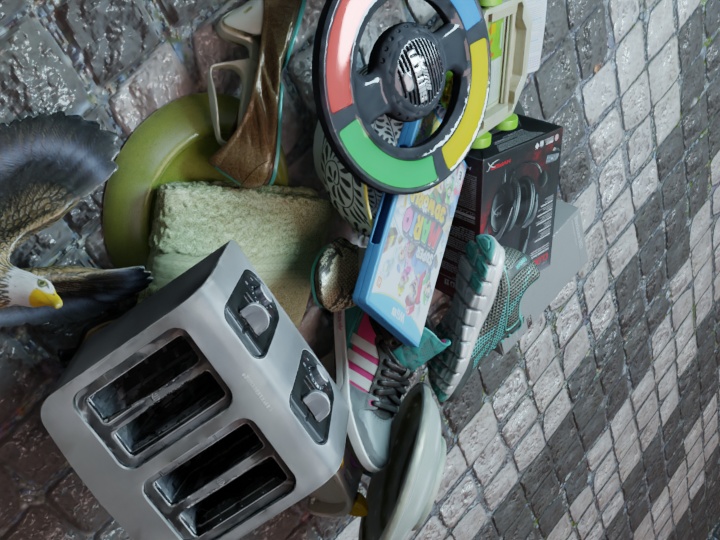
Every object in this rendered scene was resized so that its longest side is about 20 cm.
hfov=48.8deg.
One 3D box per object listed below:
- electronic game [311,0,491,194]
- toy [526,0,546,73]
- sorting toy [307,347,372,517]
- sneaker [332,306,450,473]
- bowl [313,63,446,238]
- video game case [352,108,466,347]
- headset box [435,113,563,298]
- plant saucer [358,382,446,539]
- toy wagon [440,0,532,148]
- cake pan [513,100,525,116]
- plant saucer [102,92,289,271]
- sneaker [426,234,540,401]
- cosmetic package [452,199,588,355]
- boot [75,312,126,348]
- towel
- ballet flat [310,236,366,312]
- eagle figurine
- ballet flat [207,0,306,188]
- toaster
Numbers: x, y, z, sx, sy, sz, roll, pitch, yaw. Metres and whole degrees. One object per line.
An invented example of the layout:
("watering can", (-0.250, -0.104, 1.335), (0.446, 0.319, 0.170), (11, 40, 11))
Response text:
("electronic game", (0.041, -0.165, 0.663), (0.197, 0.041, 0.205), (-11, 108, -39))
("toy", (0.165, -0.320, 0.890), (0.114, 0.047, 0.204), (-23, 131, -35))
("sorting toy", (-0.016, 0.167, 0.932), (0.182, 0.105, 0.202), (-59, 143, -35))
("sneaker", (0.040, 0.105, 0.849), (0.083, 0.119, 0.204), (23, 55, -55))
("bowl", (0.014, -0.120, 0.783), (0.200, 0.092, 0.205), (-30, 125, -55))
("video game case", (0.053, -0.043, 0.762), (0.143, 0.017, 0.204), (42, 61, -59))
("headset box", (0.160, -0.063, 0.936), (0.147, 0.077, 0.204), (-24, 124, -36))
("plant saucer", (0.054, 0.229, 0.883), (0.049, 0.200, 0.204), (21, 96, -5))
("toy wagon", (0.126, -0.208, 0.814), (0.199, 0.039, 0.158), (-36, 135, -46))
("cake pan", (0.136, -0.136, 0.961), (0.198, 0.036, 0.204), (-23, 125, -37))
("plant saucer", (-0.136, -0.057, 0.724), (0.198, 0.031, 0.204), (-23, 124, -38))
("sneaker", (0.138, 0.063, 0.879), (0.089, 0.078, 0.203), (9, 116, -23))
("cosmetic package", (0.217, 0.001, 1.076), (0.200, 0.090, 0.108), (-43, 135, -17))
("boot", (-0.144, 0.104, 0.715), (0.198, 0.137, 0.079), (17, 99, -47))
("towel", (-0.109, -0.008, 0.727), (0.198, 0.036, 0.152), (1, 108, -47))
("ballet flat", (0.000, 0.000, 0.791), (0.200, 0.073, 0.070), (-29, 115, -84))
("eagle figurine", (-0.256, -0.005, 0.569), (0.152, 0.151, 0.200), (-48, 180, 37))
("ballet flat", (-0.093, -0.173, 0.678), (0.071, 0.068, 0.205), (12, 85, -19))
("toaster", (-0.130, 0.106, 0.621), (0.198, 0.119, 0.183), (-32, 104, 7))
